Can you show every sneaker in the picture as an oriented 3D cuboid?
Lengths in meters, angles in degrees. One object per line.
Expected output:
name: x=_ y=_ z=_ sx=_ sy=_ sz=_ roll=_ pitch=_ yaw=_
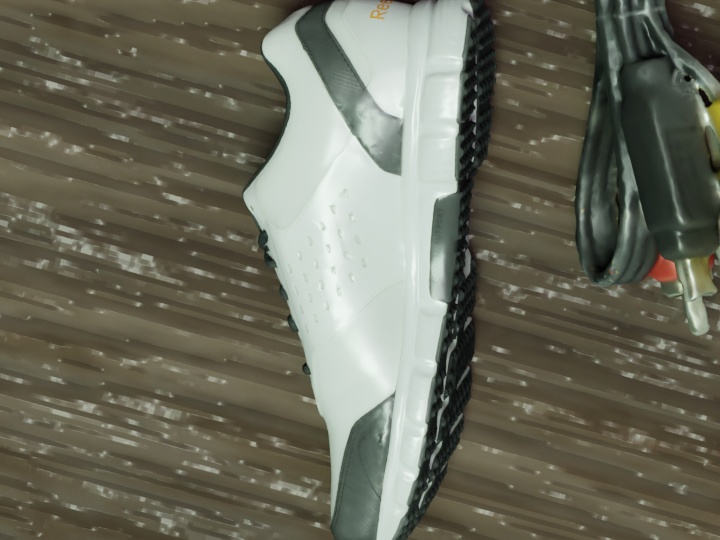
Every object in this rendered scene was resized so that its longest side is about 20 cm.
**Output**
sneaker: x=0.000 y=0.000 z=0.957 sx=0.080 sy=0.074 sz=0.201 roll=6 pitch=101 yaw=11

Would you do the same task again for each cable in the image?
cable: x=0.104 y=-0.072 z=0.947 sx=0.050 sy=0.097 sz=0.201 roll=-9 pitch=87 yaw=-32
